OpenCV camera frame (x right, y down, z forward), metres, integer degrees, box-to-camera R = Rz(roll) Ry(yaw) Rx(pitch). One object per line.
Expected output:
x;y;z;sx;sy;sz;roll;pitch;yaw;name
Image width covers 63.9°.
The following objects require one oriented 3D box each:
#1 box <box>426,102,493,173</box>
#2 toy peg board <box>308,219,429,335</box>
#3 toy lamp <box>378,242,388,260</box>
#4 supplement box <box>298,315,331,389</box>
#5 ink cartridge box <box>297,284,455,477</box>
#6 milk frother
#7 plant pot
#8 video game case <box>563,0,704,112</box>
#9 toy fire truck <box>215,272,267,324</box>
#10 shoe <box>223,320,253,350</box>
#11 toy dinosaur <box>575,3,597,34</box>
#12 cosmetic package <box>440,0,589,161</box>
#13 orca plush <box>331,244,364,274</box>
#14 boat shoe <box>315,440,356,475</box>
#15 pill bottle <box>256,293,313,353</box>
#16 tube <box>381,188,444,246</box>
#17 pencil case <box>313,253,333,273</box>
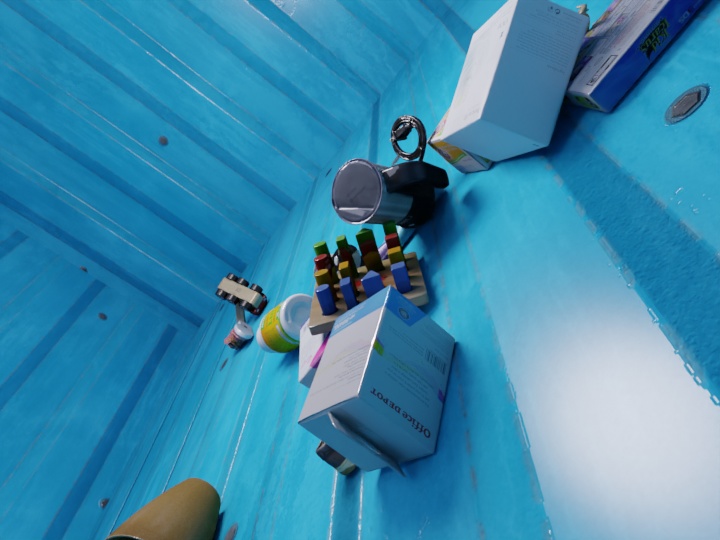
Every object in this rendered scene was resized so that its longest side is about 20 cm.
0.233;-0.296;1.098;0.201;0.101;0.112;-56;16;-6;box
0.000;0.000;0.992;0.199;0.098;0.199;-17;20;6;toy peg board
0.010;0.030;1.172;0.201;0.058;0.058;-55;15;8;toy lamp
-0.040;0.135;1.014;0.101;0.103;0.200;-50;15;13;supplement box
0.021;0.149;0.736;0.125;0.128;0.201;-33;25;41;ink cartridge box
0.048;-0.193;1.092;0.180;0.201;0.188;-41;-22;30;milk frother
-0.354;0.497;1.096;0.186;0.186;0.200;-46;4;28;plant pot
0.380;-0.333;0.846;0.200;0.045;0.181;-51;16;15;video game case
-0.430;0.128;2.152;0.129;0.175;0.200;-60;-25;-19;toy fire truck
-0.424;0.235;2.007;0.091;0.071;0.200;-57;10;-3;shoe
0.369;-0.390;0.975;0.102;0.058;0.200;-62;-3;-12;toy dinosaur
0.237;-0.299;0.933;0.199;0.122;0.201;-161;87;-80;cosmetic package
-0.045;0.002;1.193;0.105;0.071;0.200;-47;-19;-15;orca plush
-0.003;0.193;0.848;0.072;0.066;0.202;-31;29;56;boat shoe
-0.178;0.137;1.394;0.200;0.111;0.111;-34;26;53;pill bottle
0.098;-0.100;1.206;0.201;0.050;0.078;-55;16;15;tube
-0.061;0.014;1.376;0.200;0.089;0.078;-130;47;-74;pencil case
